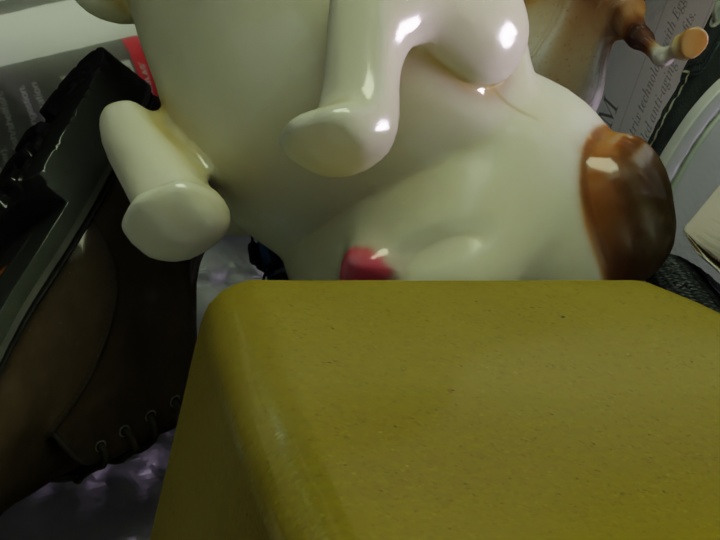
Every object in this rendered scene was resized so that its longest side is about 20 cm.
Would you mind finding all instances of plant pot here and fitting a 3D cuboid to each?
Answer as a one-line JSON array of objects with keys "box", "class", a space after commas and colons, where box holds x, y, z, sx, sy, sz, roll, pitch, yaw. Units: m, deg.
[{"box": [0.036, 0.106, 0.641, 0.200, 0.200, 0.176, 0, 34, -25], "class": "plant pot"}]

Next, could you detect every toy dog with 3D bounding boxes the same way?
[{"box": [-0.002, -0.055, 0.737, 0.200, 0.139, 0.194, 61, 22, 2], "class": "toy dog"}]

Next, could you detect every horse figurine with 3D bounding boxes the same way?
[{"box": [0.070, -0.059, 0.898, 0.050, 0.200, 0.133, 20, 6, -19], "class": "horse figurine"}]

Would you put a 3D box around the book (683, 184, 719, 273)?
[{"box": [0.191, 0.051, 0.743, 0.200, 0.048, 0.134, 40, 1, -15], "class": "book"}]

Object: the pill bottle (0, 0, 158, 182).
[{"box": [-0.156, -0.033, 0.817, 0.200, 0.111, 0.111, -19, 48, -42], "class": "pill bottle"}]

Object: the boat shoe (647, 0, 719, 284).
[{"box": [0.152, -0.076, 0.891, 0.076, 0.200, 0.060, 41, 0, -33], "class": "boat shoe"}]

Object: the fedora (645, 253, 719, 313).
[{"box": [0.126, 0.083, 0.773, 0.201, 0.092, 0.201, 41, 7, -6], "class": "fedora"}]

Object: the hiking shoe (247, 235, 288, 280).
[{"box": [0.000, 0.000, 0.811, 0.200, 0.074, 0.087, 54, 43, -4], "class": "hiking shoe"}]

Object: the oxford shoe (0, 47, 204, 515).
[{"box": [-0.088, 0.037, 0.743, 0.084, 0.073, 0.200, 35, 67, -19], "class": "oxford shoe"}]

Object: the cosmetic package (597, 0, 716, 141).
[{"box": [0.134, -0.152, 1.033, 0.123, 0.200, 0.200, -8, 42, -33], "class": "cosmetic package"}]
